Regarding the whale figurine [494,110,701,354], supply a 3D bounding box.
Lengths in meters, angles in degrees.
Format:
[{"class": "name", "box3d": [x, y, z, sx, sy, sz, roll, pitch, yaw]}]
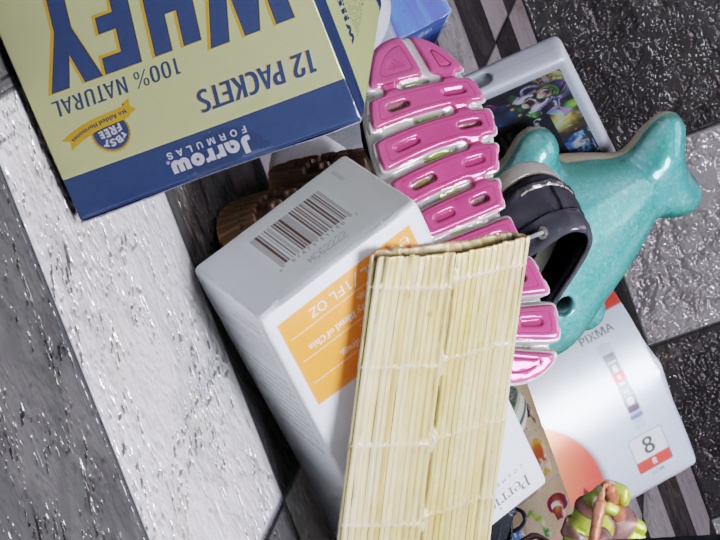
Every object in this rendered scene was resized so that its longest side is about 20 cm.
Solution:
[{"class": "whale figurine", "box3d": [0.134, -0.019, 1.714, 0.104, 0.199, 0.160, 47, -19, 52]}]

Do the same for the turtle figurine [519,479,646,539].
[{"class": "turtle figurine", "box3d": [0.108, 0.194, 1.597, 0.161, 0.064, 0.201, -24, 135, -69]}]

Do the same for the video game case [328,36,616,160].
[{"class": "video game case", "box3d": [0.071, -0.061, 1.754, 0.200, 0.181, 0.023, 54, 16, -58]}]

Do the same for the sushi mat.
[{"class": "sushi mat", "box3d": [0.033, 0.081, 1.359, 0.012, 0.095, 0.202, 28, -62, 49]}]

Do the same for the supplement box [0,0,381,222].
[{"class": "supplement box", "box3d": [-0.089, -0.161, 1.223, 0.200, 0.133, 0.201, -83, 152, -69]}]

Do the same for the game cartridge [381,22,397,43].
[{"class": "game cartridge", "box3d": [-0.028, -0.191, 1.678, 0.201, 0.041, 0.133, 64, -3, -35]}]

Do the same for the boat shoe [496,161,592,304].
[{"class": "boat shoe", "box3d": [0.062, 0.035, 1.543, 0.072, 0.201, 0.063, 18, 21, -43]}]

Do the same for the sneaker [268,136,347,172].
[{"class": "sneaker", "box3d": [0.000, 0.000, 1.629, 0.201, 0.071, 0.099, 55, -6, -15]}]

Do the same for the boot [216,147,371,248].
[{"class": "boot", "box3d": [-0.022, 0.001, 1.476, 0.200, 0.074, 0.108, -41, 124, -74]}]

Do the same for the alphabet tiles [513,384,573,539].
[{"class": "alphabet tiles", "box3d": [0.076, 0.143, 1.698, 0.200, 0.008, 0.168, -30, 101, -58]}]

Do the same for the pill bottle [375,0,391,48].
[{"class": "pill bottle", "box3d": [-0.060, -0.192, 1.499, 0.200, 0.113, 0.115, 58, 16, -53]}]

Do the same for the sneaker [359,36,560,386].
[{"class": "sneaker", "box3d": [0.043, -0.025, 1.474, 0.201, 0.073, 0.087, 68, -21, 9]}]

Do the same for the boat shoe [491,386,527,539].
[{"class": "boat shoe", "box3d": [0.057, 0.136, 1.596, 0.200, 0.074, 0.063, -68, 145, -54]}]

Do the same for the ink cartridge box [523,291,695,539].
[{"class": "ink cartridge box", "box3d": [0.115, 0.076, 1.792, 0.201, 0.161, 0.050, 67, -10, -24]}]

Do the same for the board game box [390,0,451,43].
[{"class": "board game box", "box3d": [-0.013, -0.228, 1.768, 0.200, 0.043, 0.200, 62, -5, 3]}]

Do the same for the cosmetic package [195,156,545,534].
[{"class": "cosmetic package", "box3d": [0.008, 0.055, 1.389, 0.071, 0.101, 0.201, 35, -22, 50]}]

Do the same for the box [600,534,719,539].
[{"class": "box", "box3d": [0.135, 0.269, 1.419, 0.200, 0.117, 0.198, -32, 106, -40]}]
